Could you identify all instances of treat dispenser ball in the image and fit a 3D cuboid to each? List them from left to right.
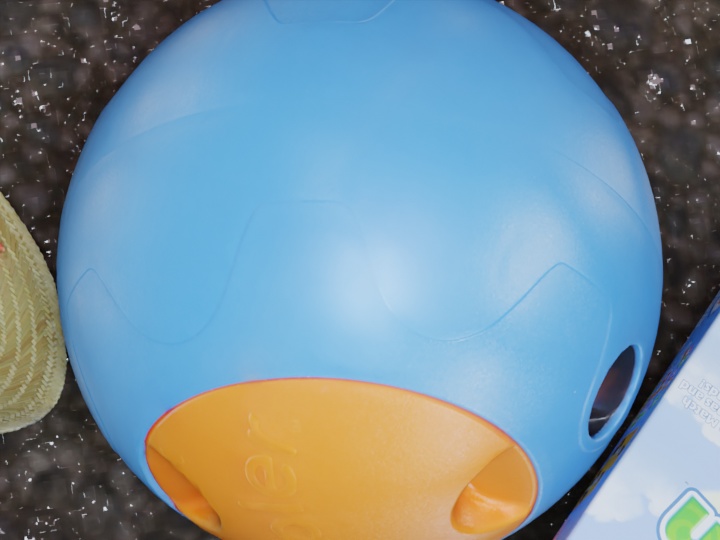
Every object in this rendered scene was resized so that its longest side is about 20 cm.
[{"bbox_3d":[0.000,0.000,0.994,0.200,0.201,0.201,2,80,-11],"label":"treat dispenser ball"}]

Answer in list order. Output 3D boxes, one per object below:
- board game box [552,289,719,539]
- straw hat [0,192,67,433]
[{"bbox_3d":[0.162,0.078,0.992,0.151,0.037,0.200,38,63,-2],"label":"board game box"},{"bbox_3d":[-0.195,0.010,0.997,0.201,0.201,0.085,42,112,-2],"label":"straw hat"}]
